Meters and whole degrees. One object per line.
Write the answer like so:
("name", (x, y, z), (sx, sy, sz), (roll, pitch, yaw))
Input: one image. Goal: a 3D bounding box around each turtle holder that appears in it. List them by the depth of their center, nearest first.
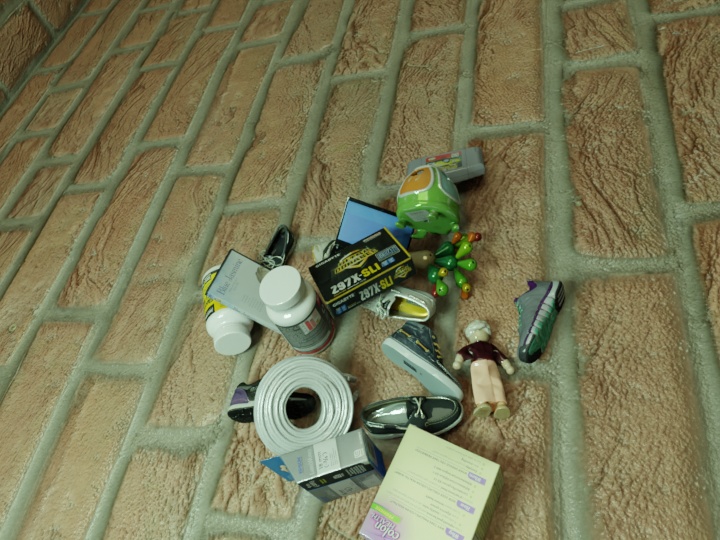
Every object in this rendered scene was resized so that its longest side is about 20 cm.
("turtle holder", (0.165, -0.148, 1.226), (0.140, 0.182, 0.135), (-27, 55, 60))

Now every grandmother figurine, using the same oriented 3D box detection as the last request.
("grandmother figurine", (0.237, 0.184, 1.089), (0.119, 0.061, 0.203), (12, 49, -12))

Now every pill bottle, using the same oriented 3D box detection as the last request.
("pill bottle", (-0.136, 0.088, 1.204), (0.113, 0.201, 0.118), (-10, 52, 13))
("pill bottle", (-0.314, 0.093, 1.325), (0.110, 0.113, 0.202), (-23, 50, 3))

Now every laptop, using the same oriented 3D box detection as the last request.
("laptop", (0.015, -0.039, 1.266), (0.174, 0.104, 0.202), (19, 52, 6))

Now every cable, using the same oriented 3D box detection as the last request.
("cable", (-0.109, 0.269, 1.087), (0.197, 0.069, 0.203), (26, 77, -10))

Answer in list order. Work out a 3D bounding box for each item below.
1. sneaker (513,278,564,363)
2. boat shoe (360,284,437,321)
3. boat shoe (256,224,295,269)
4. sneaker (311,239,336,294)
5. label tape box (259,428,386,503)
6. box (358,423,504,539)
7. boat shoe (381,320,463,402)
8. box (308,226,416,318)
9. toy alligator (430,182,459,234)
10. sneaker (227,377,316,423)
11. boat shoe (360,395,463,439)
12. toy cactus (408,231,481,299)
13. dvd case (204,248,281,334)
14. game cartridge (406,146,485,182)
("sneaker", (0.337, 0.098, 1.113), (0.086, 0.075, 0.201), (9, 48, 38))
("boat shoe", (0.057, 0.070, 1.173), (0.198, 0.076, 0.086), (16, 21, 15))
("boat shoe", (-0.220, -0.024, 1.408), (0.073, 0.062, 0.203), (11, 60, 25))
("sneaker", (-0.061, 0.001, 1.321), (0.086, 0.076, 0.203), (-19, 51, 6))
("label tape box", (-0.063, 0.366, 1.011), (0.196, 0.145, 0.064), (-20, 52, 6))
("box", (0.125, 0.400, 0.945), (0.173, 0.097, 0.202), (16, 61, 30))
("boat shoe", (0.142, 0.175, 1.121), (0.199, 0.072, 0.091), (35, 60, 29))
("box", (0.000, 0.000, 1.179), (0.197, 0.050, 0.160), (-28, 34, -4))
("toy alligator", (0.209, -0.178, 1.364), (0.058, 0.055, 0.202), (14, 61, 28))
("sneaker", (-0.187, 0.261, 1.182), (0.196, 0.076, 0.089), (-8, 47, 15))
("boat shoe", (0.095, 0.273, 1.056), (0.196, 0.061, 0.077), (-19, 42, 15))
("toy cactus", (0.181, -0.015, 1.232), (0.162, 0.103, 0.202), (5, 53, 28))
("dvd case", (-0.244, 0.047, 1.302), (0.197, 0.018, 0.144), (28, 48, -9))
("game cartridge", (0.212, -0.256, 1.404), (0.196, 0.041, 0.134), (-10, 34, 14))
